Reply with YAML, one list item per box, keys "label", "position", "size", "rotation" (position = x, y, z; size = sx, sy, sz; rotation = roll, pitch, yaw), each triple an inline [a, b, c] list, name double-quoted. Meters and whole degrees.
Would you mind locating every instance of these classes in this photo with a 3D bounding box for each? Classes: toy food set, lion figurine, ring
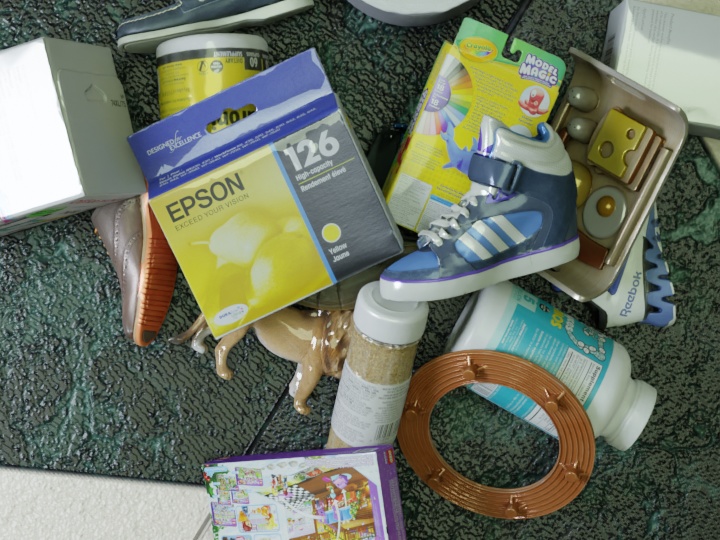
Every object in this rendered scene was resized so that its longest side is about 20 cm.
- label: "toy food set"
  position: [0.207, -0.092, 1.417]
  size: [0.143, 0.060, 0.202]
  rotation: [36, 107, 38]
- label: "lion figurine"
  position: [-0.076, 0.058, 1.459]
  size: [0.198, 0.073, 0.124]
  rotation: [22, 103, -10]
- label: "ring"
  position: [0.126, 0.163, 1.438]
  size: [0.198, 0.019, 0.203]
  rotation: [10, 126, 14]

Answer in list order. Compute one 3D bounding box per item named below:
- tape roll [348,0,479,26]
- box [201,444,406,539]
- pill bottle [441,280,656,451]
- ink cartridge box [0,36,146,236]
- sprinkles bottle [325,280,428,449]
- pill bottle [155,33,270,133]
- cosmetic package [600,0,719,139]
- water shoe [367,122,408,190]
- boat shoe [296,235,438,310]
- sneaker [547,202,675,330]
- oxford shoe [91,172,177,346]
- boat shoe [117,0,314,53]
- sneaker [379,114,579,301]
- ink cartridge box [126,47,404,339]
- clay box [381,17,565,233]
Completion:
- label: "tape roll"
  position: [0.052, -0.339, 1.432]
  size: [0.197, 0.066, 0.203]
  rotation: [0, 89, 0]
- label: "box"
  position: [-0.052, 0.243, 1.430]
  size: [0.198, 0.039, 0.139]
  rotation: [-7, 92, 29]
- label: "pill bottle"
  position: [0.185, 0.097, 1.456]
  size: [0.198, 0.111, 0.112]
  rotation: [29, 88, -3]
- label: "ink cartridge box"
  position: [-0.327, -0.115, 1.387]
  size: [0.198, 0.147, 0.148]
  rotation: [-15, 90, 16]
- label: "sprinkles bottle"
  position: [0.012, 0.110, 1.420]
  size: [0.067, 0.069, 0.202]
  rotation: [11, 121, -2]
- label: "pill bottle"
  position: [-0.136, -0.119, 1.441]
  size: [0.110, 0.111, 0.203]
  rotation: [-4, 90, -3]
- label: "cosmetic package"
  position: [0.339, -0.192, 1.481]
  size: [0.197, 0.081, 0.114]
  rotation: [12, 89, -4]
- label: "water shoe"
  position: [0.048, -0.118, 1.470]
  size: [0.200, 0.072, 0.079]
  rotation: [-42, 87, -4]
- label: "boat shoe"
  position: [0.000, 0.000, 1.442]
  size: [0.197, 0.065, 0.074]
  rotation: [5, 96, -3]
- label: "sneaker"
  position: [0.233, -0.029, 1.474]
  size: [0.114, 0.081, 0.202]
  rotation: [-15, 92, -5]
- label: "oxford shoe"
  position: [-0.223, -0.027, 1.466]
  size: [0.072, 0.071, 0.203]
  rotation: [0, 83, 14]
- label: "boat shoe"
  position: [-0.145, -0.261, 1.460]
  size: [0.197, 0.075, 0.063]
  rotation: [-16, 92, -4]
- label: "sneaker"
  position: [0.100, -0.063, 1.354]
  size: [0.197, 0.081, 0.148]
  rotation: [-14, 102, -10]
- label: "ink cartridge box"
  position: [-0.087, -0.068, 1.367]
  size: [0.196, 0.047, 0.202]
  rotation: [-25, 105, 5]
- label: "clay box"
  position: [0.103, -0.125, 1.409]
  size: [0.114, 0.048, 0.202]
  rotation: [22, 99, -11]
